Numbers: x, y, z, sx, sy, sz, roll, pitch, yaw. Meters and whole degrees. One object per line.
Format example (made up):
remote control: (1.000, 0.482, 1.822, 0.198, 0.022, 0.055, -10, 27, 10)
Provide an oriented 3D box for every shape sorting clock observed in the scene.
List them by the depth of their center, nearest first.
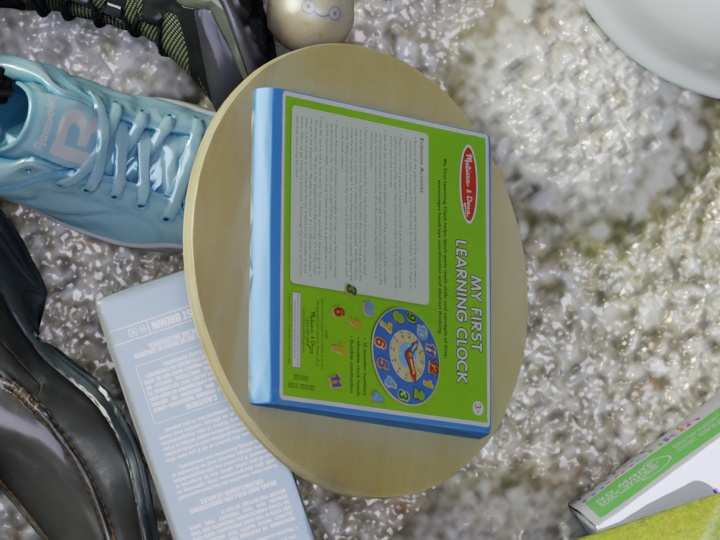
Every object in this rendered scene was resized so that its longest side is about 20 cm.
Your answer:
shape sorting clock: (0.000, 0.000, 1.273, 0.200, 0.039, 0.200, 10, 74, -37)

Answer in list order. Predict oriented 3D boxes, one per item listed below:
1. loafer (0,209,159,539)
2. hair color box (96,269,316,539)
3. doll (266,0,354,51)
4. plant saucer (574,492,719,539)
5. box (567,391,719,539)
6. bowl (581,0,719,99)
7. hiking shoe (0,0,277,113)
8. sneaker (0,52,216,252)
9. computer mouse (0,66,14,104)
loafer: (-0.157, 0.063, 1.265, 0.072, 0.073, 0.200, -15, 63, -42)
hair color box: (-0.058, 0.099, 1.286, 0.061, 0.099, 0.200, -18, 91, -4)
doll: (-0.013, -0.195, 1.305, 0.136, 0.048, 0.200, 10, 86, -25)
plant saucer: (0.114, 0.217, 1.260, 0.199, 0.048, 0.200, -22, 100, 31)
box: (0.226, 0.120, 1.306, 0.200, 0.097, 0.177, -35, 94, -2)
bowl: (0.189, -0.177, 1.307, 0.201, 0.090, 0.202, 0, 89, -3)
hiking shoe: (-0.117, -0.137, 1.305, 0.101, 0.076, 0.200, -36, 85, 9)
sneaker: (-0.127, -0.052, 1.290, 0.200, 0.082, 0.074, 11, 90, -3)
computer mouse: (-0.212, -0.122, 1.266, 0.110, 0.044, 0.200, -25, 49, 11)
